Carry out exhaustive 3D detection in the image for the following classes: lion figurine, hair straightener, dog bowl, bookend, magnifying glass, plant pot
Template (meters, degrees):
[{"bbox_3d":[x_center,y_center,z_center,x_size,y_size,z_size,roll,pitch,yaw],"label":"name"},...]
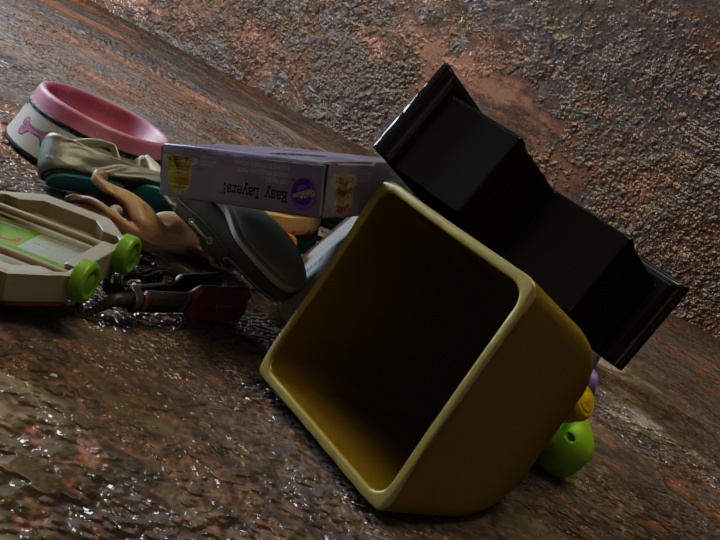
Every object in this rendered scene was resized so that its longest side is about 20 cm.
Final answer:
[{"bbox_3d":[-0.197,-0.044,0.982,0.199,0.073,0.123,-4,40,-42],"label":"lion figurine"},{"bbox_3d":[-0.181,0.019,0.821,0.076,0.041,0.199,29,16,24],"label":"hair straightener"},{"bbox_3d":[-0.321,-0.159,1.135,0.199,0.074,0.200,27,12,-6],"label":"dog bowl"},{"bbox_3d":[0.141,-0.043,0.767,0.199,0.092,0.200,41,0,42],"label":"bookend"},{"bbox_3d":[-0.089,-0.029,1.094,0.079,0.023,0.200,2,-2,-5],"label":"magnifying glass"},{"bbox_3d":[0.077,0.083,0.777,0.199,0.196,0.194,31,7,-44],"label":"plant pot"}]

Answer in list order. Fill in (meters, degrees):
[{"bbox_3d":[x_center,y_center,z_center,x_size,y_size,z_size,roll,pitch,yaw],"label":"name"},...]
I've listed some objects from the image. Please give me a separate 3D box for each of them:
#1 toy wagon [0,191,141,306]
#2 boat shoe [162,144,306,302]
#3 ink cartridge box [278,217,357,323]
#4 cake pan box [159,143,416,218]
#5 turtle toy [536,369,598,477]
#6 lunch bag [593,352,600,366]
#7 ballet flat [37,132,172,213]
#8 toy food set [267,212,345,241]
[{"bbox_3d":[-0.266,-0.017,0.704,0.154,0.040,0.200,20,21,7],"label":"toy wagon"},{"bbox_3d":[-0.126,-0.038,0.914,0.202,0.060,0.072,49,26,25],"label":"boat shoe"},{"bbox_3d":[0.000,0.000,0.976,0.085,0.144,0.200,49,10,-11],"label":"ink cartridge box"},{"bbox_3d":[-0.051,-0.085,0.855,0.182,0.053,0.199,12,12,30],"label":"cake pan box"},{"bbox_3d":[0.175,0.109,0.926,0.145,0.202,0.101,-11,4,43],"label":"turtle toy"},{"bbox_3d":[0.312,0.082,1.538,0.199,0.076,0.160,34,11,21],"label":"lunch bag"},{"bbox_3d":[-0.260,-0.107,1.043,0.199,0.067,0.064,15,62,-39],"label":"ballet flat"},{"bbox_3d":[-0.099,-0.066,1.162,0.198,0.049,0.197,6,0,40],"label":"toy food set"}]
